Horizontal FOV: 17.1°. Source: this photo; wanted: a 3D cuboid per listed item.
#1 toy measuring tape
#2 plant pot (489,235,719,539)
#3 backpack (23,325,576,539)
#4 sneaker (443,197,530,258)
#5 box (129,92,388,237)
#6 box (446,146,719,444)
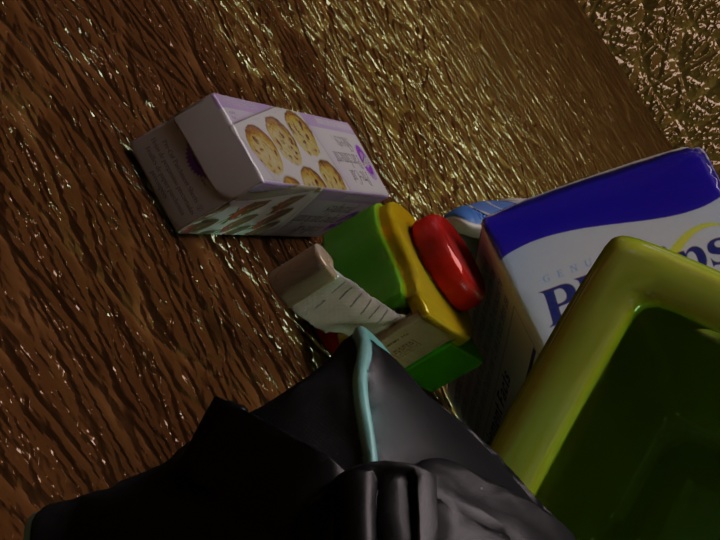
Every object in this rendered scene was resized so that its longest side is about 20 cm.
[{"bbox_3d":[0.000,0.000,0.929,0.074,0.073,0.200,64,12,20],"label":"toy measuring tape"},{"bbox_3d":[0.116,0.115,0.707,0.200,0.199,0.181,27,3,3],"label":"plant pot"},{"bbox_3d":[0.017,0.137,0.466,0.200,0.153,0.176,35,28,-42],"label":"backpack"},{"bbox_3d":[0.092,0.051,1.209,0.077,0.076,0.200,7,49,-46],"label":"sneaker"},{"bbox_3d":[-0.036,-0.039,0.944,0.041,0.039,0.200,62,12,7],"label":"box"},{"bbox_3d":[0.128,0.082,1.005,0.184,0.105,0.200,97,-30,-64],"label":"box"}]
